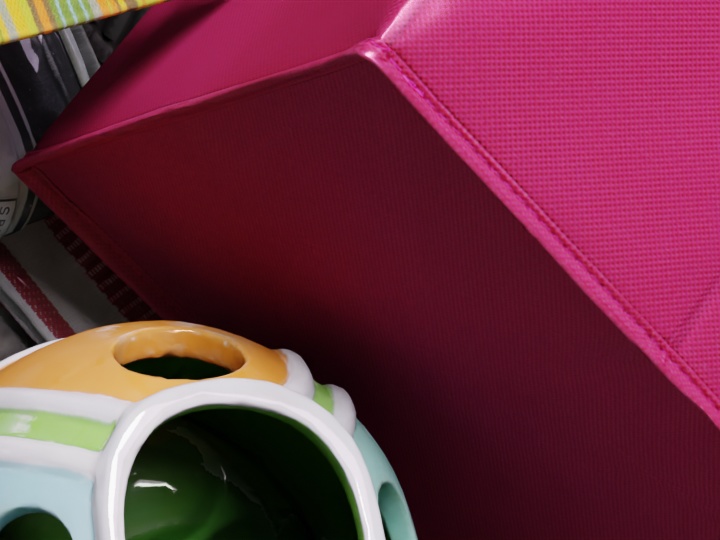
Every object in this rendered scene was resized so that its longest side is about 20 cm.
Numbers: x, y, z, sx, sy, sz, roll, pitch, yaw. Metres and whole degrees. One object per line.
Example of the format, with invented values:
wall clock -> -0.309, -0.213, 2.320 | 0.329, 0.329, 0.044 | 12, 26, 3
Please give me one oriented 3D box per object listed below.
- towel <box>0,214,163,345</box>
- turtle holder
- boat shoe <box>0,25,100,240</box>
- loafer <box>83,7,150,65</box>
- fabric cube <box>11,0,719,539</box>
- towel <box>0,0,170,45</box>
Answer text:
towel -> 0.000, 0.000, 0.815 | 0.200, 0.023, 0.144 | -34, 77, -34
turtle holder -> -0.051, 0.099, 0.650 | 0.141, 0.132, 0.186 | 22, 63, -14
boat shoe -> -0.131, -0.098, 0.780 | 0.071, 0.072, 0.200 | -15, 77, -45
loafer -> -0.067, -0.123, 0.826 | 0.071, 0.073, 0.200 | -12, 54, -48
fabric cube -> 0.073, -0.041, 0.701 | 0.200, 0.196, 0.199 | 46, 64, -19
towel -> -0.125, -0.081, 0.621 | 0.200, 0.018, 0.086 | -19, 75, -32
